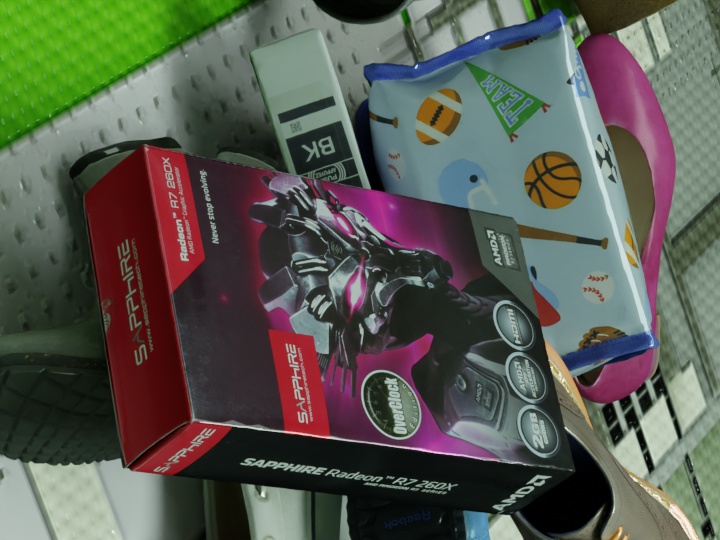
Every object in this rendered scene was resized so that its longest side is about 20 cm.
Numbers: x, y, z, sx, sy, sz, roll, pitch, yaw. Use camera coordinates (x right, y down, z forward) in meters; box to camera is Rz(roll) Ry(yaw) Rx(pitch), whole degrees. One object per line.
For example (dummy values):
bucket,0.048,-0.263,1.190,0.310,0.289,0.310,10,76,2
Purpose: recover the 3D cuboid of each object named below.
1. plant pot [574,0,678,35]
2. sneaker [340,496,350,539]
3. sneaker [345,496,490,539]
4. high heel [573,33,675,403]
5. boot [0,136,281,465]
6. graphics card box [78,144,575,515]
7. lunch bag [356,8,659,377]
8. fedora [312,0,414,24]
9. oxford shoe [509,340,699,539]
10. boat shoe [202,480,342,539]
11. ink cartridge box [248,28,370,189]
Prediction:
plant pot,0.152,-0.265,1.661,0.200,0.186,0.186,54,35,-8
sneaker,0.007,0.150,1.345,0.072,0.072,0.201,5,73,-56
sneaker,0.036,0.174,1.267,0.078,0.066,0.201,42,42,-66
high heel,0.133,-0.030,1.616,0.096,0.067,0.201,-9,90,-70
boot,-0.099,0.008,1.240,0.199,0.068,0.131,0,58,-43
graphics card box,-0.011,0.027,1.206,0.199,0.051,0.126,12,55,-37
lunch bag,0.068,-0.023,1.454,0.200,0.123,0.171,25,51,-86
fedora,-0.030,-0.211,1.367,0.090,0.177,0.201,-5,85,-29
oxford shoe,0.103,0.120,1.342,0.200,0.071,0.073,51,13,-20
boat shoe,-0.047,0.142,1.276,0.069,0.071,0.201,9,74,-28
ink cartridge box,0.000,0.000,1.340,0.100,0.039,0.201,71,0,-68
